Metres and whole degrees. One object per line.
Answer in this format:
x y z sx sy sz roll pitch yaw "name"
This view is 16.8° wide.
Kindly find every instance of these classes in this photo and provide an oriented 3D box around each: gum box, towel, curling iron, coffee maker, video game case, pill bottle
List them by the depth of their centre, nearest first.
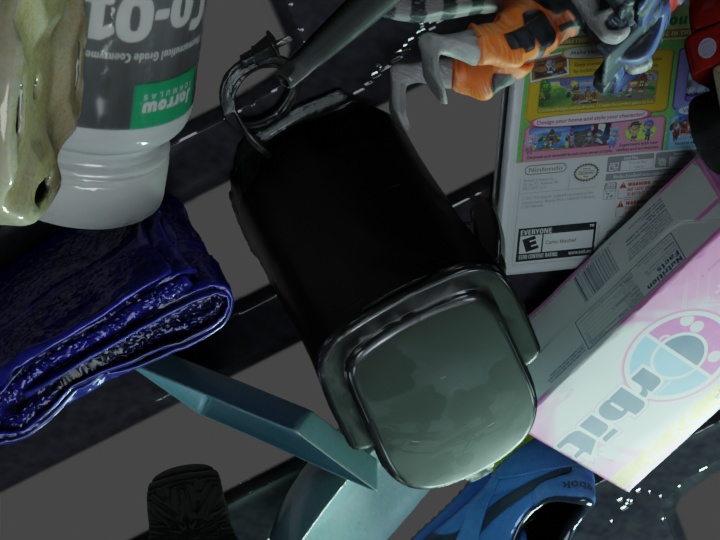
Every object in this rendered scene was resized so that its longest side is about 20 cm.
-0.138 -0.132 1.283 0.112 0.113 0.201 -1 120 -19 "pill bottle"
0.023 -0.164 1.315 0.200 0.049 0.026 -50 120 -24 "curling iron"
-0.150 0.015 1.319 0.147 0.200 0.050 -28 108 -3 "towel"
0.000 0.000 1.357 0.192 0.200 0.135 37 102 -33 "coffee maker"
0.178 -0.088 1.477 0.198 0.022 0.183 -5 121 -16 "video game case"
0.189 0.032 1.503 0.113 0.066 0.200 31 114 -36 "gum box"

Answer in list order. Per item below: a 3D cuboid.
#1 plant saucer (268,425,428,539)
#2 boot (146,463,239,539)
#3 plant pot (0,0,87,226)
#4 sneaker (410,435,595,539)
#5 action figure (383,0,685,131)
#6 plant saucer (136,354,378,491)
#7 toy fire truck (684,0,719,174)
-0.001 0.128 1.485 0.201 0.039 0.201 -45 163 -18 "plant saucer"
-0.084 0.241 1.492 0.072 0.182 0.201 -6 119 5 "boot"
-0.235 -0.099 1.177 0.182 0.201 0.202 9 120 6 "plant pot"
0.079 0.191 1.572 0.066 0.079 0.200 25 114 -32 "sneaker"
0.108 -0.155 1.331 0.193 0.105 0.200 -29 167 -11 "action figure"
-0.062 0.081 1.395 0.070 0.200 0.019 38 79 -33 "plant saucer"
0.262 -0.155 1.378 0.128 0.201 0.176 -21 158 32 "toy fire truck"
